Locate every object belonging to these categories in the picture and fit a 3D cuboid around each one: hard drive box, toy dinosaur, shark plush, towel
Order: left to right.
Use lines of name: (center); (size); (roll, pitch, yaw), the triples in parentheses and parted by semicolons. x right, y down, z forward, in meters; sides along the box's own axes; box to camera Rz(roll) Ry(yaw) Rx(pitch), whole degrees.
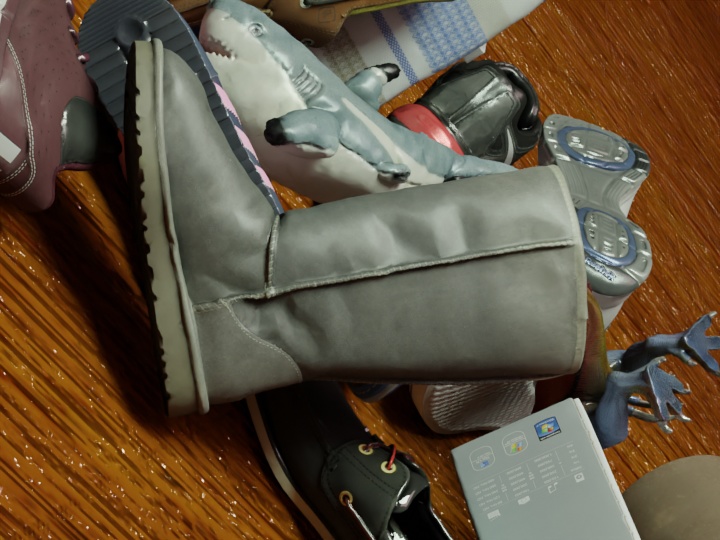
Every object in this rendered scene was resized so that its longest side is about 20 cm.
towel: (-0.001, -0.167, 1.102); (0.147, 0.199, 0.024); (57, 4, -19)
shark plush: (0.007, -0.077, 1.033); (0.199, 0.091, 0.084); (13, 69, -17)
toy dinosaur: (0.123, 0.072, 1.132); (0.200, 0.181, 0.105); (46, 50, -18)
hard drive box: (0.123, 0.189, 1.008); (0.200, 0.076, 0.156); (-108, 173, -57)

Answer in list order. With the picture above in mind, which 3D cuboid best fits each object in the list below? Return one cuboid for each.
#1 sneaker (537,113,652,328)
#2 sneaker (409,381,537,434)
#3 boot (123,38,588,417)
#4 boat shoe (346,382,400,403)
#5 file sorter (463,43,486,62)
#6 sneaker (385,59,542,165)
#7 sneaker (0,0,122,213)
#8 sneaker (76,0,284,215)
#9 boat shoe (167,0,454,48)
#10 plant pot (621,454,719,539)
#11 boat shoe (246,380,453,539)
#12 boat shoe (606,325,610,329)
sneaker: (0.128, -0.026, 1.208); (0.074, 0.087, 0.200); (21, 35, -4)
sneaker: (0.057, 0.033, 1.172); (0.115, 0.072, 0.200); (63, 11, 15)
boot: (-0.001, -0.025, 0.898); (0.073, 0.199, 0.183); (-134, -144, -76)
boat shoe: (0.000, 0.000, 1.089); (0.072, 0.072, 0.200); (46, 15, -20)
file sorter: (-0.006, -0.194, 1.225); (0.139, 0.124, 0.200); (52, 23, -19)
sneaker: (0.067, -0.078, 1.226); (0.071, 0.098, 0.200); (49, -2, 9)
sneaker: (-0.151, -0.107, 0.889); (0.116, 0.075, 0.201); (48, 35, -41)
sneaker: (-0.075, -0.038, 0.966); (0.082, 0.070, 0.201); (67, 4, -87)
boat shoe: (-0.031, -0.147, 1.051); (0.072, 0.199, 0.068); (-118, -169, -70)
plant pot: (0.227, 0.204, 1.197); (0.200, 0.200, 0.175); (42, 11, -39)
boat shoe: (0.007, 0.111, 0.967); (0.202, 0.063, 0.074); (62, 24, 8)
boat shoe: (0.121, -0.003, 1.313); (0.073, 0.062, 0.200); (22, -8, 30)
